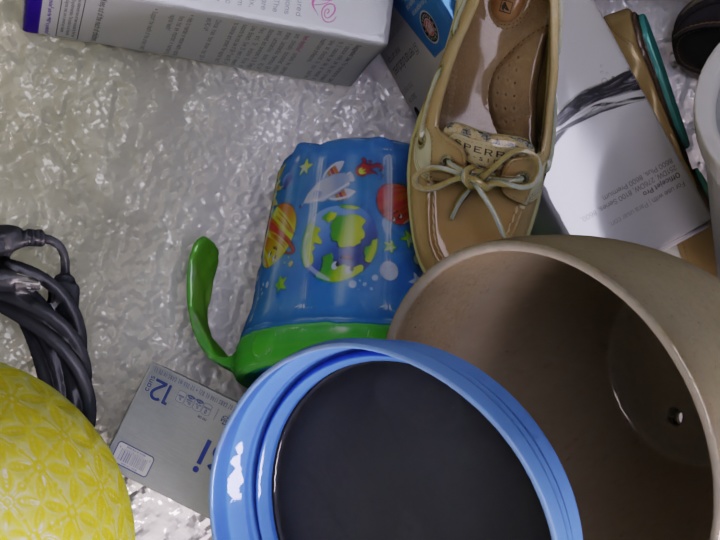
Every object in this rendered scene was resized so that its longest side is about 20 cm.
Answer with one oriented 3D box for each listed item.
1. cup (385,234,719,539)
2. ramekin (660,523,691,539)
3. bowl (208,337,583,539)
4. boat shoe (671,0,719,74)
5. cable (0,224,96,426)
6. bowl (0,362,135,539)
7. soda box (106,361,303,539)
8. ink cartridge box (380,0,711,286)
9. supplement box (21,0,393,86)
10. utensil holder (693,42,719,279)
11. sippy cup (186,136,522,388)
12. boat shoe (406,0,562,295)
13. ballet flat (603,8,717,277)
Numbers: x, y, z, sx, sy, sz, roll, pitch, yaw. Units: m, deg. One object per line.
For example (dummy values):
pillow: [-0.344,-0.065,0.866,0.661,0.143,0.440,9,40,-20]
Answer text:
cup: [0.128,0.068,0.879,0.143,0.200,0.201,-19,86,-45]
ramekin: [0.174,0.221,0.974,0.200,0.097,0.202,1,89,-42]
bowl: [0.017,0.128,0.858,0.039,0.200,0.202,-20,86,-54]
boat shoe: [0.268,-0.120,1.042,0.074,0.199,0.075,-62,141,-24]
cable: [-0.246,0.060,0.968,0.199,0.051,0.164,-6,91,-9]
bowl: [-0.217,0.151,0.893,0.199,0.108,0.202,0,101,0]
soda box: [-0.034,0.122,0.963,0.199,0.068,0.064,25,84,8]
ink cartridge box: [0.096,-0.086,1.010,0.084,0.145,0.201,-28,89,-13]
supplement box: [-0.084,-0.178,1.005,0.199,0.103,0.102,9,79,-10]
utensil holder: [0.265,-0.020,0.926,0.169,0.201,0.171,-8,48,9]
sippy cup: [0.000,0.000,0.985,0.177,0.140,0.131,7,74,-17]
boat shoe: [0.064,-0.086,0.902,0.073,0.063,0.201,7,90,1]
ballet flat: [0.180,-0.057,1.077,0.063,0.069,0.201,-24,85,13]
